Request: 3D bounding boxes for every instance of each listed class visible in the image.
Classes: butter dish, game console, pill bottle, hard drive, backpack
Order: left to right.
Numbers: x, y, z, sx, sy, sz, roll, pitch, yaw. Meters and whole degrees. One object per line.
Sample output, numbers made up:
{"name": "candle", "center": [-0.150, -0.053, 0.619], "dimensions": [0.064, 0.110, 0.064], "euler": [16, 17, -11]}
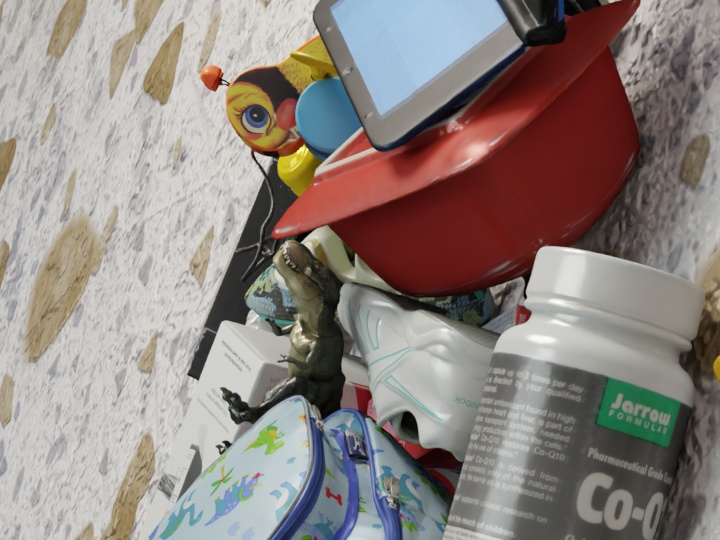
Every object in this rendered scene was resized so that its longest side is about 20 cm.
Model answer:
{"name": "hard drive", "center": [-0.060, -0.017, 2.069], "dimensions": [0.200, 0.038, 0.140], "euler": [-67, -10, 13]}
{"name": "backpack", "center": [-0.034, 0.186, 1.608], "dimensions": [0.183, 0.147, 0.200], "euler": [-44, 27, 12]}
{"name": "game console", "center": [0.038, -0.193, 1.629], "dimensions": [0.200, 0.118, 0.171], "euler": [-114, 16, -57]}
{"name": "butter dish", "center": [0.085, -0.046, 1.679], "dimensions": [0.199, 0.148, 0.200], "euler": [-20, 18, 46]}
{"name": "pill bottle", "center": [0.115, 0.095, 1.519], "dimensions": [0.113, 0.113, 0.201], "euler": [2, 76, 69]}

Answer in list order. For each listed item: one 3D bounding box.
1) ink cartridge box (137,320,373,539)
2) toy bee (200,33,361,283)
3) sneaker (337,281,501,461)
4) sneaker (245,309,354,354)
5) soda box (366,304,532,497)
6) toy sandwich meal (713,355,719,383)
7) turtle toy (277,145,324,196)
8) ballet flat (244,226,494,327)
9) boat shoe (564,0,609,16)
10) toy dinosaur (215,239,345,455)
{"name": "ink cartridge box", "center": [-0.051, 0.152, 1.841], "dimensions": [0.084, 0.144, 0.201], "euler": [41, 112, 60]}
{"name": "toy bee", "center": [-0.041, -0.110, 1.765], "dimensions": [0.200, 0.109, 0.131], "euler": [-47, -4, -24]}
{"name": "sneaker", "center": [0.026, 0.056, 1.660], "dimensions": [0.200, 0.070, 0.080], "euler": [-151, 78, -70]}
{"name": "sneaker", "center": [-0.023, 0.020, 1.946], "dimensions": [0.081, 0.075, 0.200], "euler": [-41, 16, 29]}
{"name": "soda box", "center": [0.070, 0.088, 1.709], "dimensions": [0.200, 0.063, 0.070], "euler": [-37, 40, 56]}
{"name": "toy sandwich meal", "center": [0.232, 0.045, 1.322], "dimensions": [0.205, 0.070, 0.206], "euler": [-51, 29, 44]}
{"name": "turtle toy", "center": [0.022, -0.098, 1.904], "dimensions": [0.101, 0.146, 0.200], "euler": [-36, 36, 26]}
{"name": "ballet flat", "center": [0.000, 0.000, 1.846], "dimensions": [0.200, 0.074, 0.074], "euler": [4, 75, 36]}
{"name": "boat shoe", "center": [0.076, -0.164, 1.814], "dimensions": [0.066, 0.075, 0.199], "euler": [-42, 35, -27]}
{"name": "toy dinosaur", "center": [-0.042, 0.079, 1.691], "dimensions": [0.047, 0.088, 0.200], "euler": [42, 149, 42]}
